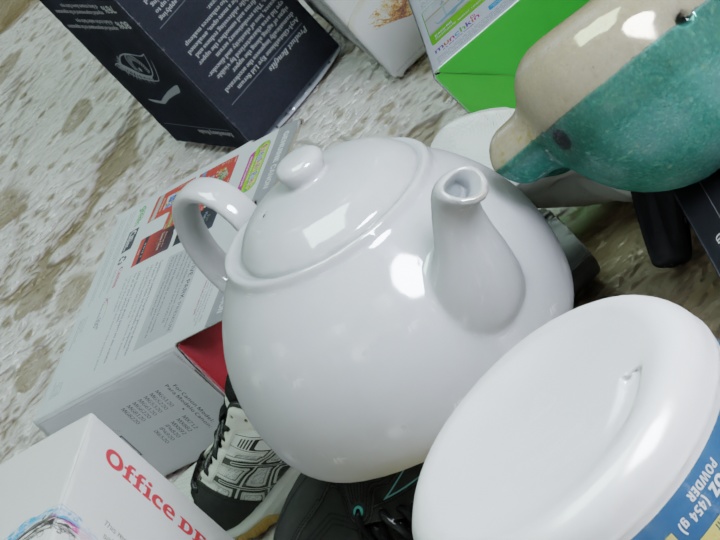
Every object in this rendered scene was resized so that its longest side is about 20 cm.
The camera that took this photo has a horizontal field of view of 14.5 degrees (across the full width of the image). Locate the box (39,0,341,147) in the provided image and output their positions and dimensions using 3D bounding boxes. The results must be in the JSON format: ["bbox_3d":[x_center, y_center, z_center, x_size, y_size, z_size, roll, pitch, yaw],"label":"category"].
[{"bbox_3d":[-0.137,-0.192,2.062,0.104,0.200,0.148,-51,25,-14],"label":"box"}]

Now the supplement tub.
[{"bbox_3d":[0.132,0.122,1.118,0.144,0.200,0.145,-36,25,20],"label":"supplement tub"}]

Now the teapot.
[{"bbox_3d":[0.000,0.000,1.439,0.200,0.146,0.198,-29,22,15],"label":"teapot"}]

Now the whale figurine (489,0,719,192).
[{"bbox_3d":[0.135,-0.082,1.412,0.159,0.104,0.200,-38,-3,-21],"label":"whale figurine"}]

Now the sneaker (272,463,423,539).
[{"bbox_3d":[0.034,0.112,1.452,0.200,0.075,0.079,-37,27,18],"label":"sneaker"}]

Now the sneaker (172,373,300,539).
[{"bbox_3d":[-0.057,0.090,1.619,0.200,0.088,0.076,-33,28,28],"label":"sneaker"}]

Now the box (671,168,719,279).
[{"bbox_3d":[0.230,-0.053,1.395,0.141,0.079,0.200,-39,25,11],"label":"box"}]

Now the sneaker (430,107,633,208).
[{"bbox_3d":[0.142,-0.067,1.582,0.199,0.088,0.076,-4,81,32],"label":"sneaker"}]

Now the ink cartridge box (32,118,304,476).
[{"bbox_3d":[-0.095,0.022,1.793,0.175,0.084,0.200,-27,29,35],"label":"ink cartridge box"}]

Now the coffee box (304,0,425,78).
[{"bbox_3d":[0.008,-0.290,1.988,0.200,0.198,0.200,-44,26,0],"label":"coffee box"}]

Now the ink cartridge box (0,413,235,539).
[{"bbox_3d":[-0.165,0.213,1.520,0.144,0.147,0.200,-29,28,32],"label":"ink cartridge box"}]

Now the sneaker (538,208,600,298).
[{"bbox_3d":[0.057,0.005,1.604,0.106,0.075,0.200,-44,32,-8],"label":"sneaker"}]

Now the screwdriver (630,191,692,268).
[{"bbox_3d":[0.149,-0.099,1.515,0.028,0.029,0.201,-21,73,53],"label":"screwdriver"}]

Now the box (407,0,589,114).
[{"bbox_3d":[0.133,-0.188,1.747,0.200,0.097,0.177,-40,23,12],"label":"box"}]
